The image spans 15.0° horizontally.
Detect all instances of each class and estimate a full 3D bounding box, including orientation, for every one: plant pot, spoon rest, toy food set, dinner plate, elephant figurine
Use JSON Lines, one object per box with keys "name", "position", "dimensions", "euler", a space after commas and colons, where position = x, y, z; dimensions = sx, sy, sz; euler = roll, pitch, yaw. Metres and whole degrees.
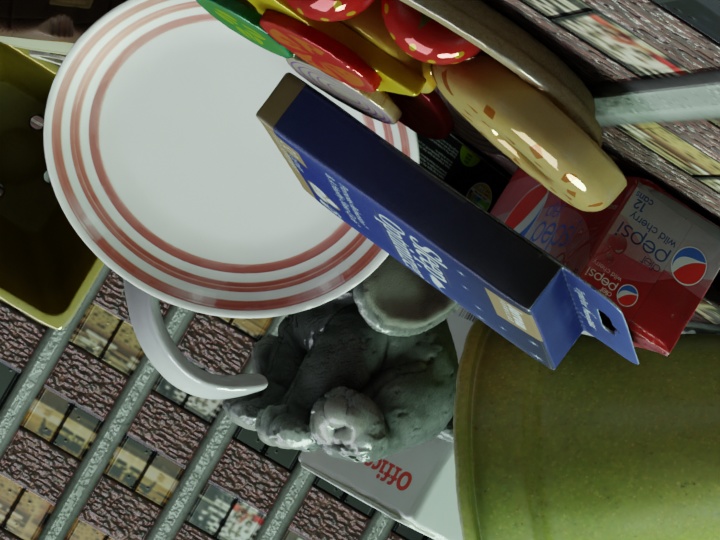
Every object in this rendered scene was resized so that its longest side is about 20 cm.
{"name": "plant pot", "position": [0.170, 0.110, 1.528], "dimensions": [0.184, 0.201, 0.200], "euler": [-7, 160, 20]}
{"name": "spoon rest", "position": [-0.106, -0.024, 1.510], "dimensions": [0.060, 0.201, 0.099], "euler": [-13, 176, -30]}
{"name": "toy food set", "position": [0.023, -0.095, 1.232], "dimensions": [0.200, 0.049, 0.198], "euler": [32, 175, -21]}
{"name": "dinner plate", "position": [-0.067, -0.065, 1.433], "dimensions": [0.200, 0.200, 0.024], "euler": [31, -151, -10]}
{"name": "plant pot", "position": [-0.298, -0.089, 2.388], "dimensions": [0.194, 0.196, 0.200], "euler": [31, -179, -11]}
{"name": "elephant figurine", "position": [0.000, 0.000, 1.555], "dimensions": [0.141, 0.201, 0.155], "euler": [12, -169, 22]}

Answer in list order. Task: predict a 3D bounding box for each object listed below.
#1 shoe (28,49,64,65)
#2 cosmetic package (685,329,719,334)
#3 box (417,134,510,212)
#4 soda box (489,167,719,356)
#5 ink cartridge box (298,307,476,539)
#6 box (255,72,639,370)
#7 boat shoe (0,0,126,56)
{"name": "shoe", "position": [-0.124, -0.125, 1.734], "dimensions": [0.200, 0.054, 0.070], "euler": [26, 175, 20]}
{"name": "cosmetic package", "position": [0.272, 0.122, 1.730], "dimensions": [0.200, 0.085, 0.108], "euler": [30, 173, -8]}
{"name": "box", "position": [0.023, -0.068, 1.572], "dimensions": [0.200, 0.035, 0.110], "euler": [34, 174, -40]}
{"name": "soda box", "position": [0.118, -0.008, 1.418], "dimensions": [0.063, 0.070, 0.200], "euler": [33, 175, -14]}
{"name": "ink cartridge box", "position": [0.068, 0.068, 1.702], "dimensions": [0.084, 0.200, 0.144], "euler": [33, 174, -32]}
{"name": "box", "position": [0.044, -0.013, 1.323], "dimensions": [0.200, 0.032, 0.121], "euler": [35, 173, 17]}
{"name": "boat shoe", "position": [-0.159, -0.148, 1.602], "dimensions": [0.202, 0.075, 0.075], "euler": [24, 171, 46]}
